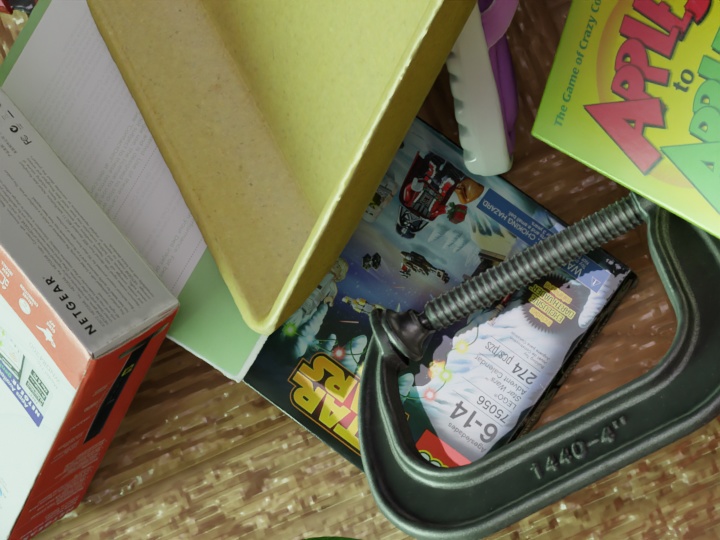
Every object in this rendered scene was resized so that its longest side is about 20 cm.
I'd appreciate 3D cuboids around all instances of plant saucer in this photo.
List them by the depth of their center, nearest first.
[{"bbox_3d":[-0.024,-0.113,1.017,0.201,0.048,0.200,61,141,32],"label":"plant saucer"}]

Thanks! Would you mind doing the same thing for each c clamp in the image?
[{"bbox_3d":[0.078,0.016,1.083,0.199,0.027,0.171,-32,53,7],"label":"c clamp"}]

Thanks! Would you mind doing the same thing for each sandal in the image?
[{"bbox_3d":[0.054,-0.124,1.060,0.049,0.203,0.083,-5,49,4],"label":"sandal"}]

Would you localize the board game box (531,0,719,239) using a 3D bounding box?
[{"bbox_3d":[0.166,-0.057,1.009,0.199,0.047,0.102,31,117,31],"label":"board game box"}]

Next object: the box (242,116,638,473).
[{"bbox_3d":[0.000,0.000,1.151,0.199,0.040,0.137,35,92,13],"label":"box"}]

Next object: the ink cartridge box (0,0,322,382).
[{"bbox_3d":[-0.073,-0.050,1.120,0.199,0.048,0.146,30,88,33],"label":"ink cartridge box"}]

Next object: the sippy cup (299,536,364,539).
[{"bbox_3d":[-0.015,0.210,1.089,0.129,0.140,0.179,-7,56,20],"label":"sippy cup"}]

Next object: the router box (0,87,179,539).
[{"bbox_3d":[-0.175,-0.003,1.122,0.049,0.180,0.200,-32,74,-35],"label":"router box"}]

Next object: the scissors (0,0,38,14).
[{"bbox_3d":[-0.155,-0.120,1.213,0.199,0.014,0.073,34,88,12],"label":"scissors"}]
